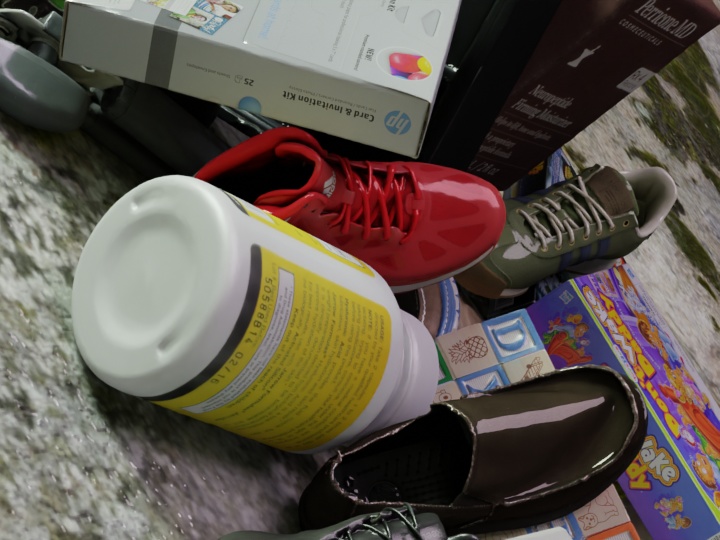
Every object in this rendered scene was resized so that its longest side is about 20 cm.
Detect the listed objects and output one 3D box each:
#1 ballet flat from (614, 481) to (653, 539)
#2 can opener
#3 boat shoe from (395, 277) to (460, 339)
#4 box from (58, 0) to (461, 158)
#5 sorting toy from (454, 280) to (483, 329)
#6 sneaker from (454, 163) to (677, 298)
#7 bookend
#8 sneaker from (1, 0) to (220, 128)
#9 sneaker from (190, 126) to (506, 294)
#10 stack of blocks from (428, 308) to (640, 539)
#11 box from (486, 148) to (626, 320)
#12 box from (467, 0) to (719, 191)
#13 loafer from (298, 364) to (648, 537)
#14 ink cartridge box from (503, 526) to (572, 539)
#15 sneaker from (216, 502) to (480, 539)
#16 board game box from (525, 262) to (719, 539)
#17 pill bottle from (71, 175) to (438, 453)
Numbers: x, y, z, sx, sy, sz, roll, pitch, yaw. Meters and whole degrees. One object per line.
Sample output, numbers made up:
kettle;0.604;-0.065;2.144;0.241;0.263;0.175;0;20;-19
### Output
ballet flat;0.191;0.202;1.369;0.067;0.066;0.201;70;3;-53
can opener;-0.142;-0.078;1.193;0.200;0.053;0.067;38;57;-33
boat shoe;0.000;0.000;1.320;0.072;0.073;0.200;26;18;-29
box;-0.048;-0.143;1.161;0.198;0.041;0.156;14;37;2
sorting toy;0.096;0.104;1.349;0.185;0.036;0.201;53;9;-46
sneaker;0.137;-0.037;1.392;0.199;0.090;0.067;-7;63;-53
bookend;0.001;-0.160;1.296;0.198;0.201;0.092;33;9;15
sneaker;-0.158;-0.169;1.255;0.200;0.076;0.116;43;20;-21
sneaker;-0.004;-0.032;1.164;0.116;0.198;0.079;140;-57;-73
stack of blocks;0.077;0.133;1.172;0.059;0.114;0.201;94;-25;-59
box;0.144;0.014;1.509;0.137;0.040;0.201;57;27;-31
box;0.101;-0.181;1.406;0.165;0.199;0.166;58;19;16
loafer;0.065;0.100;1.112;0.071;0.198;0.073;97;-31;-64
ink cartridge box;0.024;0.194;0.940;0.085;0.146;0.200;55;20;17
sneaker;-0.006;0.147;1.031;0.199;0.091;0.076;12;46;-58
board game box;0.192;0.096;1.386;0.201;0.045;0.134;59;23;8
pill bottle;-0.046;0.033;1.103;0.199;0.111;0.112;26;32;-48
